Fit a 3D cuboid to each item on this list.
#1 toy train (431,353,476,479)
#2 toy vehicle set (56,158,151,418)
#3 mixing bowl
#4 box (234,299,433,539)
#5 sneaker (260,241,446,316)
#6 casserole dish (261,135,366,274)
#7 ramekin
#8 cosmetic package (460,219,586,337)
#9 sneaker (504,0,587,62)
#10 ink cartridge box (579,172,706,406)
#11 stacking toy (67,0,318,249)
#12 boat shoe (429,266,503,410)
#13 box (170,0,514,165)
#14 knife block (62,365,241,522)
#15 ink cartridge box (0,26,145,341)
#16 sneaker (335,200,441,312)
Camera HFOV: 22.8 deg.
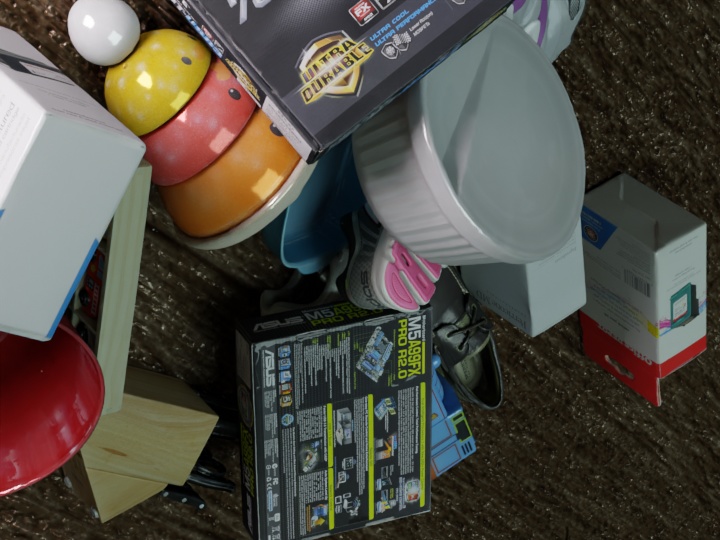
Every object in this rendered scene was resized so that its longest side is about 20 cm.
[{"bbox_3d":[0.028,0.117,1.592,0.114,0.087,0.200,-34,137,-9],"label":"toy train"},{"bbox_3d":[-0.203,-0.011,1.284,0.026,0.124,0.200,-11,124,-36],"label":"toy vehicle set"},{"bbox_3d":[-0.287,0.060,1.252,0.200,0.108,0.200,-11,136,-10],"label":"mixing bowl"},{"bbox_3d":[-0.020,0.124,1.478,0.160,0.044,0.200,-12,118,-21],"label":"box"},{"bbox_3d":[0.000,0.000,1.511,0.200,0.075,0.081,-40,127,-14],"label":"sneaker"},{"bbox_3d":[-0.028,-0.093,1.425,0.121,0.039,0.200,-22,133,-52],"label":"casserole dish"},{"bbox_3d":[0.079,-0.096,1.383,0.202,0.094,0.203,19,64,-45],"label":"ramekin"},{"bbox_3d":[0.136,-0.049,1.567,0.074,0.102,0.200,-31,133,-25],"label":"cosmetic package"},{"bbox_3d":[0.135,-0.242,1.462,0.140,0.078,0.200,-37,145,-17],"label":"sneaker"},{"bbox_3d":[0.271,0.020,1.720,0.067,0.116,0.200,-29,134,-23],"label":"ink cartridge box"},{"bbox_3d":[-0.135,-0.123,1.285,0.146,0.146,0.200,-49,122,-3],"label":"stacking toy"},{"bbox_3d":[0.090,0.054,1.621,0.073,0.065,0.200,-47,140,-17],"label":"boat shoe"},{"bbox_3d":[-0.022,-0.212,1.268,0.200,0.199,0.050,-39,180,-14],"label":"box"},{"bbox_3d":[-0.162,0.116,1.452,0.175,0.064,0.200,-30,133,-24],"label":"knife block"},{"bbox_3d":[-0.245,-0.069,1.154,0.084,0.200,0.145,17,105,-43],"label":"ink cartridge box"},{"bbox_3d":[0.029,-0.049,1.453,0.074,0.087,0.200,39,54,-34],"label":"sneaker"}]
